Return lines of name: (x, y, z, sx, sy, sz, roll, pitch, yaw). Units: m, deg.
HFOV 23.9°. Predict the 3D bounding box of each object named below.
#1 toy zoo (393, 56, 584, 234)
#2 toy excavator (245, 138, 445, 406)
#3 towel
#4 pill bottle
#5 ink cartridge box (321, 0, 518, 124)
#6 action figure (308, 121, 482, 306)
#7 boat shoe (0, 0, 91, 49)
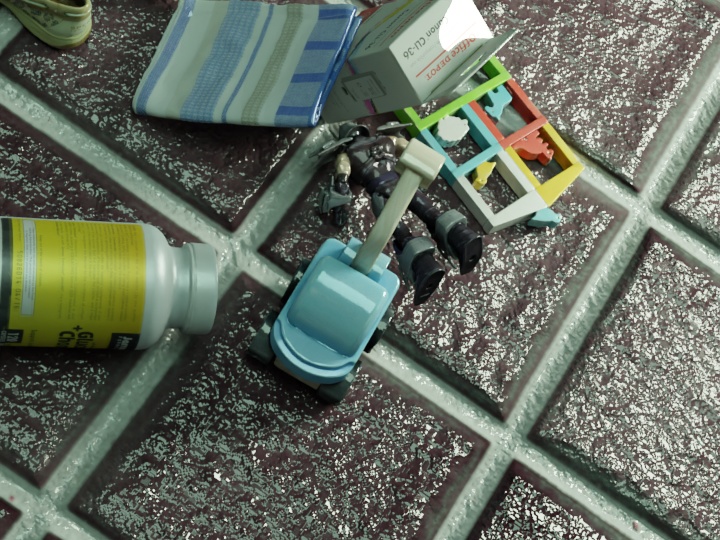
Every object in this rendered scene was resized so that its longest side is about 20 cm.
toy zoo: (0.136, -0.123, 1.712, 0.131, 0.020, 0.200, -33, 79, -28)
toy excavator: (0.000, 0.000, 1.508, 0.100, 0.200, 0.195, 32, 61, -2)
towel: (-0.110, -0.199, 1.609, 0.200, 0.024, 0.147, 7, 59, 25)
pill bottle: (-0.229, 0.012, 1.480, 0.200, 0.112, 0.112, 3, 65, -16)
ink cartridge box: (0.042, -0.208, 1.616, 0.116, 0.200, 0.068, -46, 113, -29)
action figure: (0.029, -0.070, 1.628, 0.130, 0.069, 0.200, -26, 64, -19)
boat shoe: (-0.337, -0.293, 1.617, 0.200, 0.063, 0.073, 33, 61, 0)
